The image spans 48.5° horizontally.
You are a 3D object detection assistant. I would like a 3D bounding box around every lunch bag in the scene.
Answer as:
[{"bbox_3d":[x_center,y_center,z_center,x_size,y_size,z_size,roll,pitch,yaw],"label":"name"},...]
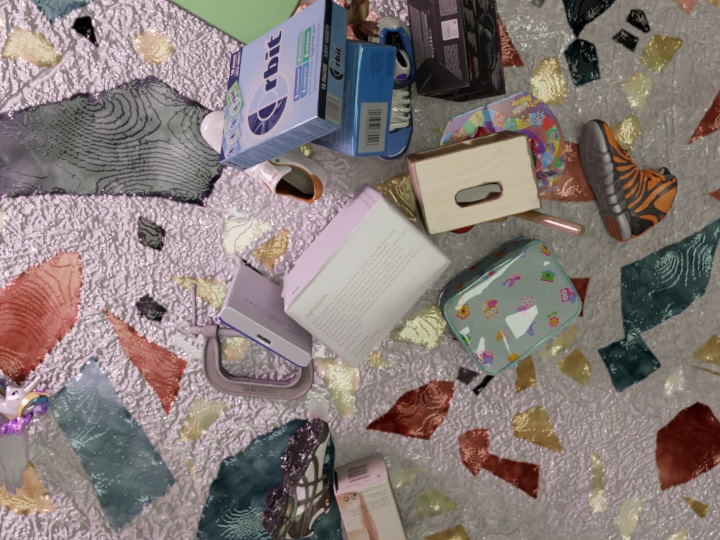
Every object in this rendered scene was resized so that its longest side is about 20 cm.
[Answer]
[{"bbox_3d":[0.226,0.058,1.224,0.200,0.077,0.161,-35,103,0],"label":"lunch bag"}]

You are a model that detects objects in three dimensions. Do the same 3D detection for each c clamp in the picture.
[{"bbox_3d":[-0.164,0.117,1.191,0.200,0.027,0.171,10,110,4],"label":"c clamp"}]

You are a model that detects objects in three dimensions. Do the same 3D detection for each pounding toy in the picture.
[{"bbox_3d":[0.178,-0.109,1.103,0.200,0.184,0.142,-14,102,3],"label":"pounding toy"}]

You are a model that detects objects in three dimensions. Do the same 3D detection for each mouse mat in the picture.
[{"bbox_3d":[-0.179,-0.420,1.131,0.200,0.008,0.161,29,95,-9],"label":"mouse mat"}]

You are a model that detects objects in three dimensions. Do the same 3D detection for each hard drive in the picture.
[{"bbox_3d":[-0.127,0.060,1.119,0.132,0.200,0.025,32,102,-11],"label":"hard drive"}]

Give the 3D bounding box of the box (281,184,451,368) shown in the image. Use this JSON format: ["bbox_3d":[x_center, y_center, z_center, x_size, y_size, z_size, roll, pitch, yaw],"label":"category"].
[{"bbox_3d":[0.000,0.000,1.124,0.131,0.199,0.200,40,95,-12],"label":"box"}]

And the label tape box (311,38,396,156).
[{"bbox_3d":[-0.040,-0.247,1.097,0.063,0.200,0.144,-10,114,-36],"label":"label tape box"}]

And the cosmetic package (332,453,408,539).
[{"bbox_3d":[0.026,0.405,1.247,0.087,0.103,0.200,-17,99,-2],"label":"cosmetic package"}]

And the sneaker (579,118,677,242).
[{"bbox_3d":[0.410,-0.152,1.219,0.112,0.078,0.200,-26,112,-6],"label":"sneaker"}]

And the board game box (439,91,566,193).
[{"bbox_3d":[0.219,-0.175,1.201,0.200,0.039,0.158,-21,101,-3],"label":"board game box"}]

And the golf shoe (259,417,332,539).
[{"bbox_3d":[-0.080,0.325,1.244,0.094,0.078,0.200,20,99,-27],"label":"golf shoe"}]

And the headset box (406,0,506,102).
[{"bbox_3d":[0.138,-0.314,1.097,0.077,0.200,0.149,-4,97,25],"label":"headset box"}]

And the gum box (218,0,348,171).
[{"bbox_3d":[-0.103,-0.238,1.046,0.045,0.200,0.170,19,66,-42],"label":"gum box"}]

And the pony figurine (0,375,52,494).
[{"bbox_3d":[-0.549,0.223,1.137,0.200,0.167,0.193,14,90,7],"label":"pony figurine"}]

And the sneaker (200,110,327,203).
[{"bbox_3d":[-0.137,-0.161,1.135,0.200,0.085,0.073,27,115,-9],"label":"sneaker"}]

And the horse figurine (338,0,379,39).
[{"bbox_3d":[-0.005,-0.391,1.066,0.050,0.133,0.200,-1,81,-5],"label":"horse figurine"}]

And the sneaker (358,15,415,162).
[{"bbox_3d":[0.041,-0.250,1.114,0.080,0.146,0.200,-5,100,-6],"label":"sneaker"}]
